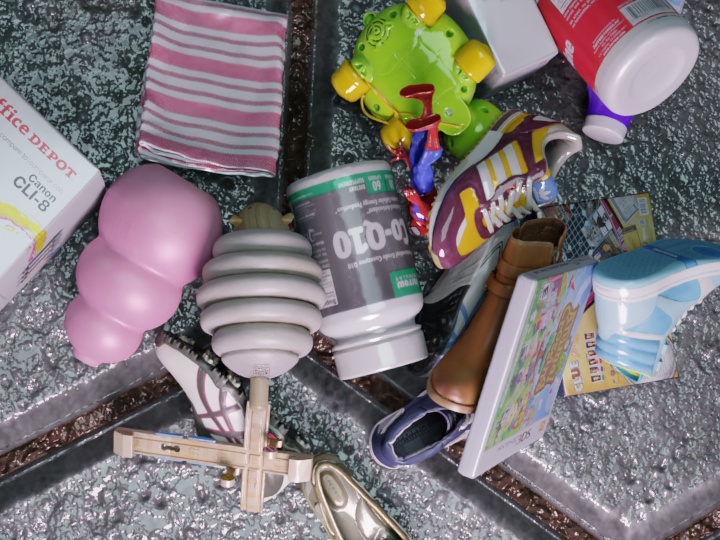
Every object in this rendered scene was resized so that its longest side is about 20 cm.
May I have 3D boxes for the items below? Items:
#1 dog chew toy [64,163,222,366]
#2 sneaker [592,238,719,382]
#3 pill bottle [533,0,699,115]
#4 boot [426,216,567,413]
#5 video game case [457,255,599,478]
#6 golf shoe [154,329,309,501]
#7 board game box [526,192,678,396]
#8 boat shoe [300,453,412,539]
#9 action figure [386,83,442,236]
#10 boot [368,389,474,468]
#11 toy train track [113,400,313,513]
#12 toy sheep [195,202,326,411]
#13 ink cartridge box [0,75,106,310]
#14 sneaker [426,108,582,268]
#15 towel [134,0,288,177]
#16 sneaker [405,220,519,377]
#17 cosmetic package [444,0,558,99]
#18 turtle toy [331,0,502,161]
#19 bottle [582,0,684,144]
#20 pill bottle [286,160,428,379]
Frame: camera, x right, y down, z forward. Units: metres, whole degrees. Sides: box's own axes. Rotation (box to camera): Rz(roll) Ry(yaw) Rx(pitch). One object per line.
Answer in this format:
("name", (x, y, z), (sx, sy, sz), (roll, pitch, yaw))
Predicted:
("dog chew toy", (-0.220, 0.000, 1.135), (0.123, 0.125, 0.202), (31, 88, -6))
("sneaker", (0.314, 0.043, 1.218), (0.197, 0.079, 0.133), (-12, 114, -31))
("pill bottle", (0.246, -0.264, 1.194), (0.111, 0.113, 0.201), (-25, 58, -11))
("boot", (0.135, 0.038, 1.139), (0.073, 0.200, 0.157), (26, 123, 18))
("video game case", (0.168, 0.090, 1.142), (0.022, 0.181, 0.203), (22, 107, 26))
("golf shoe", (-0.141, 0.145, 1.157), (0.200, 0.077, 0.088), (44, 88, -2))
("board game box", (0.260, 0.025, 1.258), (0.133, 0.035, 0.204), (-7, 86, -11))
("boat shoe", (0.011, 0.274, 1.175), (0.073, 0.063, 0.202), (-33, 91, -11))
("action figure", (0.058, -0.097, 1.162), (0.051, 0.201, 0.066), (-13, 55, -2))
("boot", (0.103, 0.142, 1.190), (0.198, 0.090, 0.073), (-33, 90, -13))
("toy train track", (-0.145, 0.180, 1.122), (0.196, 0.033, 0.117), (7, 107, 7))
("toy sheep", (-0.094, 0.033, 1.107), (0.135, 0.138, 0.204), (-3, 76, -10))
("ink cartridge box", (-0.357, -0.060, 1.100), (0.145, 0.145, 0.200), (42, 78, -3))
("sneaker", (0.143, -0.078, 1.152), (0.089, 0.075, 0.201), (19, 64, 33))
("towel", (-0.147, -0.192, 1.179), (0.144, 0.030, 0.203), (8, 65, -12))
("sneaker", (0.110, 0.024, 1.218), (0.072, 0.072, 0.202), (29, 88, -39))
("cosmetic package", (0.123, -0.293, 1.231), (0.073, 0.102, 0.202), (-24, 88, -10))
("turtle toy", (0.073, -0.192, 1.209), (0.145, 0.101, 0.200), (-42, 93, 15))
("bottle", (0.293, -0.240, 1.272), (0.082, 0.065, 0.203), (20, 82, -1))
("pill bottle", (0.000, 0.000, 1.174), (0.111, 0.113, 0.203), (-14, 88, -11))
